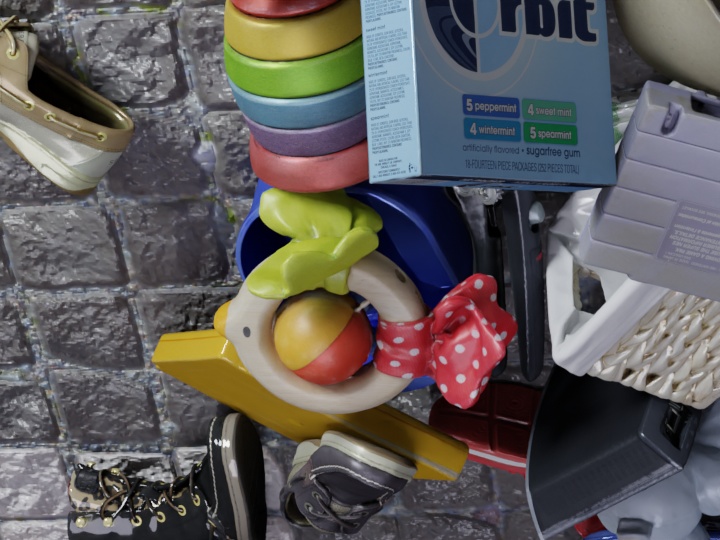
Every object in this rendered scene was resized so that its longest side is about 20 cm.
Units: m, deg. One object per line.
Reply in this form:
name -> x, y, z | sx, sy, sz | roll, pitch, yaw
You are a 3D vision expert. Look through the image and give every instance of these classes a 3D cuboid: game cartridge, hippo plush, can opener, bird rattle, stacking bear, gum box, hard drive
game cartridge -> 0.242, -0.034, 1.531 | 0.199, 0.038, 0.130 | 14, 132, -8
hippo plush -> 0.250, 0.159, 1.792 | 0.160, 0.159, 0.201 | -25, 122, -8
can opener -> 0.098, -0.016, 1.718 | 0.063, 0.079, 0.201 | 5, 115, 34
bird rattle -> -0.002, 0.029, 1.688 | 0.200, 0.113, 0.163 | 37, 123, -27
stacking bear -> -0.036, -0.161, 1.618 | 0.121, 0.114, 0.201 | 9, 128, 28
gum box -> 0.072, -0.148, 1.461 | 0.044, 0.201, 0.169 | -6, 176, 45
hard drive -> 0.177, 0.089, 1.766 | 0.135, 0.200, 0.042 | -31, 111, 31
game cartridge -> -0.041, 0.095, 1.852 | 0.199, 0.033, 0.176 | 30, 167, -19

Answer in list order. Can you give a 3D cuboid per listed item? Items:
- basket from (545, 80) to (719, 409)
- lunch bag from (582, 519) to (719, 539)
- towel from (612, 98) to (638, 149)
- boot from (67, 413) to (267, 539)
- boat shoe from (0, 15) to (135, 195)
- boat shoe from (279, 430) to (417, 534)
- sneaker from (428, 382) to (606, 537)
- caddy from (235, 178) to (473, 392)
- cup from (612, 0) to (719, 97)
basket -> 0.223, -0.021, 1.658 | 0.123, 0.136, 0.200 | 23, 131, -20
lunch bag -> 0.238, 0.248, 1.953 | 0.159, 0.076, 0.200 | 0, 156, 10
towel -> 0.270, -0.077, 1.715 | 0.199, 0.031, 0.149 | -14, 132, 17
boot -> -0.149, 0.174, 1.970 | 0.150, 0.073, 0.200 | 4, 147, 5
boat shoe -> -0.235, -0.133, 1.705 | 0.200, 0.074, 0.066 | 37, 115, -27
boat shoe -> -0.014, 0.156, 1.825 | 0.072, 0.065, 0.200 | 26, 168, -12
sneaker -> 0.142, 0.155, 1.915 | 0.199, 0.079, 0.116 | 11, 133, -1
caddy -> 0.000, 0.000, 1.765 | 0.141, 0.105, 0.200 | -14, 130, 22
cup -> 0.228, -0.181, 1.526 | 0.200, 0.201, 0.143 | 29, 155, -19
